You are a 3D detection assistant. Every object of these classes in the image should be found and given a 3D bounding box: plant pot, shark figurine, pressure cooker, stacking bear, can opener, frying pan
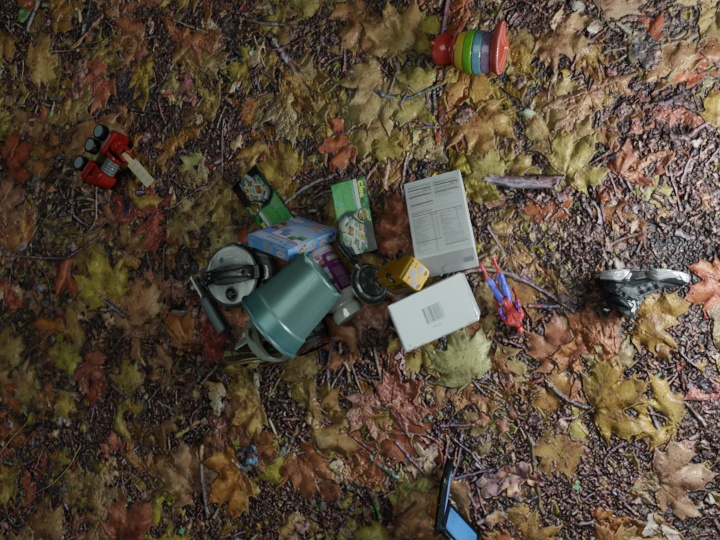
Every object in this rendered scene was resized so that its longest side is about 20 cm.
[{"bbox_3d":[-0.162,0.075,1.437,0.195,0.200,0.201,-42,78,4],"label":"plant pot"},{"bbox_3d":[-0.278,0.193,1.573,0.127,0.091,0.214,-35,53,-17],"label":"shark figurine"},{"bbox_3d":[-0.328,0.017,1.582,0.178,0.199,0.177,42,98,13],"label":"pressure cooker"},{"bbox_3d":[0.278,-0.579,1.509,0.194,0.121,0.118,12,83,24],"label":"stacking bear"},{"bbox_3d":[-0.439,0.090,1.682,0.065,0.053,0.204,-30,80,10],"label":"can opener"},{"bbox_3d":[0.014,-0.002,1.552,0.112,0.031,0.196,-12,77,-32],"label":"frying pan"}]

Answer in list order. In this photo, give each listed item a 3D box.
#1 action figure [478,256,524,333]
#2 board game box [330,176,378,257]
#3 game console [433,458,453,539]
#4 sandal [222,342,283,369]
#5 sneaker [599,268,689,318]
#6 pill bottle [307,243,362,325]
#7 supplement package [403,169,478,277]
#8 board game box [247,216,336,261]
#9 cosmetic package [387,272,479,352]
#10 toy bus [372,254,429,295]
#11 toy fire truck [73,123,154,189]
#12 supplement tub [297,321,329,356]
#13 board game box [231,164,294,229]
[{"bbox_3d":[0.371,0.067,1.475,0.064,0.052,0.205,-25,86,17],"label":"action figure"},{"bbox_3d":[-0.017,-0.148,1.593,0.101,0.023,0.208,-11,85,15],"label":"board game box"},{"bbox_3d":[0.246,0.581,1.400,0.112,0.200,0.183,8,88,13],"label":"game console"},{"bbox_3d":[-0.301,0.248,1.635,0.192,0.081,0.056,-6,122,6],"label":"sandal"},{"bbox_3d":[0.682,0.056,1.383,0.193,0.075,0.118,0,88,21],"label":"sneaker"},{"bbox_3d":[-0.078,0.041,1.560,0.111,0.112,0.203,-34,79,10],"label":"pill bottle"},{"bbox_3d":[0.206,-0.114,1.453,0.146,0.152,0.207,-12,70,13],"label":"supplement package"},{"bbox_3d":[-0.180,-0.090,1.535,0.148,0.198,0.038,20,120,32],"label":"board game box"},{"bbox_3d":[0.189,0.099,1.440,0.194,0.200,0.126,-25,83,11],"label":"cosmetic package"},{"bbox_3d":[0.096,0.015,1.446,0.077,0.199,0.066,36,75,-10],"label":"toy bus"},{"bbox_3d":[-0.750,-0.317,1.765,0.199,0.128,0.178,41,98,23],"label":"toy fire truck"},{"bbox_3d":[-0.163,0.123,1.582,0.104,0.107,0.206,-24,81,12],"label":"supplement tub"},{"bbox_3d":[-0.285,-0.197,1.673,0.104,0.023,0.202,-38,78,8],"label":"board game box"}]
